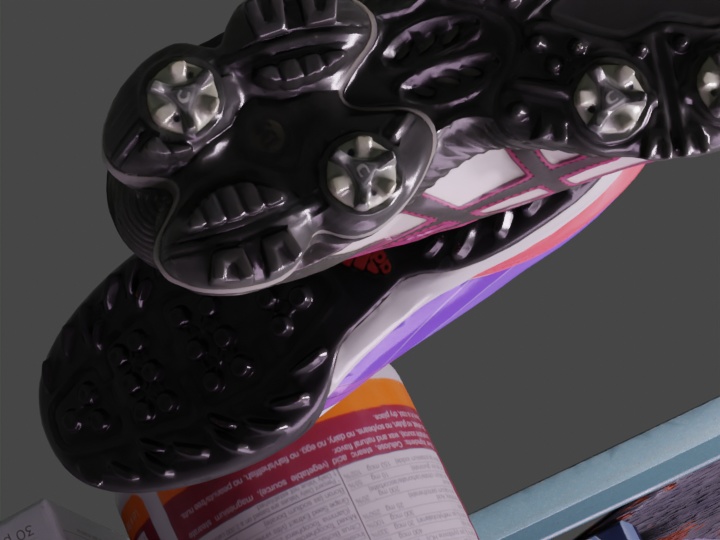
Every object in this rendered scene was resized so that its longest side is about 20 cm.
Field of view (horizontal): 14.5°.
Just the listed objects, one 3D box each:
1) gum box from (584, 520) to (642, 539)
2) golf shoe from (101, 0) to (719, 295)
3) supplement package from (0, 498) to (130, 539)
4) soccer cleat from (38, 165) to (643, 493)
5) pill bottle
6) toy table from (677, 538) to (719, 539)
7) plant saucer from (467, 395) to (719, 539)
[{"bbox_3d":[0.092,0.254,1.494,0.199,0.170,0.045,-29,163,9],"label":"gum box"},{"bbox_3d":[0.032,-0.050,0.688,0.199,0.078,0.088,-17,175,-8],"label":"golf shoe"},{"bbox_3d":[-0.155,0.185,1.018,0.199,0.111,0.156,-28,164,5],"label":"supplement package"},{"bbox_3d":[0.000,0.000,0.779,0.200,0.068,0.073,-35,166,19],"label":"soccer cleat"},{"bbox_3d":[0.003,0.138,0.955,0.109,0.201,0.110,-24,164,-7],"label":"pill bottle"},{"bbox_3d":[0.179,0.230,1.571,0.199,0.185,0.117,-5,157,23],"label":"toy table"},{"bbox_3d":[0.099,0.107,1.332,0.199,0.019,0.070,-24,163,-7],"label":"plant saucer"}]
